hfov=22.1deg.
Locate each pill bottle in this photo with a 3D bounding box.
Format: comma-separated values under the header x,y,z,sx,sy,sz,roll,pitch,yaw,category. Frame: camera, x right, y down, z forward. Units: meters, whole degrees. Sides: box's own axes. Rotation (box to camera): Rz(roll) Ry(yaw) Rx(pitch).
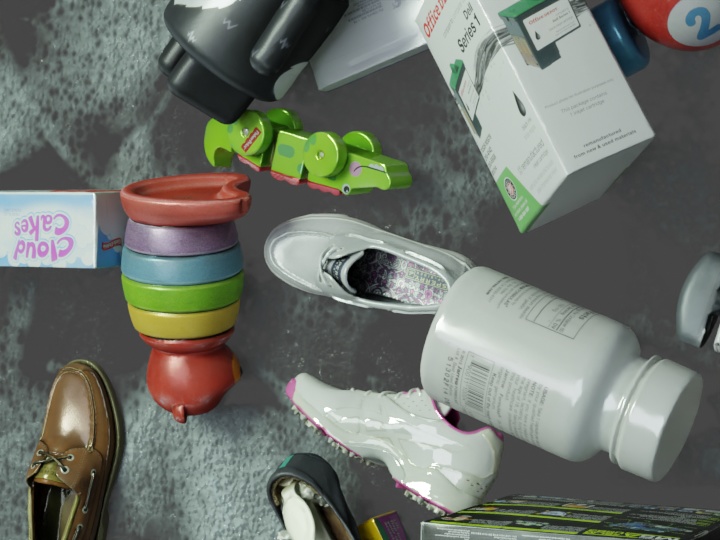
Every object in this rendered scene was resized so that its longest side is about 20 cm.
x,y,z,sx,sy,sz,roll,pitch,yaw,category
0.157,0.083,1.430,0.199,0.114,0.115,23,101,24,pill bottle

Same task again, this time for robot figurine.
x,y,z,sx,sy,sz,roll,pitch,yaw,category
-0.083,-0.221,1.501,0.150,0.125,0.200,44,106,20,robot figurine

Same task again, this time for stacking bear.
x,y,z,sx,sy,sz,roll,pitch,yaw,category
-0.147,0.027,1.581,0.113,0.122,0.202,-2,104,-3,stacking bear

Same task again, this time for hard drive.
x,y,z,sx,sy,sz,roll,pitch,yaw,category
-0.005,-0.269,1.548,0.131,0.025,0.201,-20,83,25,hard drive

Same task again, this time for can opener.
x,y,z,sx,sy,sz,roll,pitch,yaw,category
0.289,-0.035,1.397,0.066,0.053,0.202,18,98,23,can opener

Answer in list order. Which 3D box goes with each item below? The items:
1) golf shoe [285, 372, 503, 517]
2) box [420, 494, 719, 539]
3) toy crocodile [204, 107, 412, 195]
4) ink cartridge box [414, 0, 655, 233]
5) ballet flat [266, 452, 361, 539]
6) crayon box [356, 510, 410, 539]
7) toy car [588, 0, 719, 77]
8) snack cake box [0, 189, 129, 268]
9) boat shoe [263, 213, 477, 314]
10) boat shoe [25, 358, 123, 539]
x,y,z,sx,sy,sz,roll,pitch,yaw,category
0.031,0.128,1.525,0.199,0.075,0.092,31,89,20,golf shoe
0.171,0.204,1.382,0.199,0.193,0.048,1,93,25,box
-0.048,-0.096,1.551,0.199,0.067,0.062,18,104,26,toy crocodile
0.129,-0.151,1.413,0.084,0.146,0.201,-23,78,-15,ink cartridge box
-0.021,0.241,1.484,0.073,0.073,0.201,-32,77,23,ballet flat
-0.004,0.331,1.544,0.172,0.058,0.201,-32,78,23,crayon box
0.210,-0.251,1.348,0.184,0.200,0.178,-28,80,24,toy car
-0.286,-0.038,1.641,0.199,0.115,0.068,1,92,26,snack cake box
0.000,0.000,1.528,0.199,0.068,0.073,20,100,24,boat shoe
-0.261,0.182,1.660,0.071,0.068,0.202,1,91,27,boat shoe
